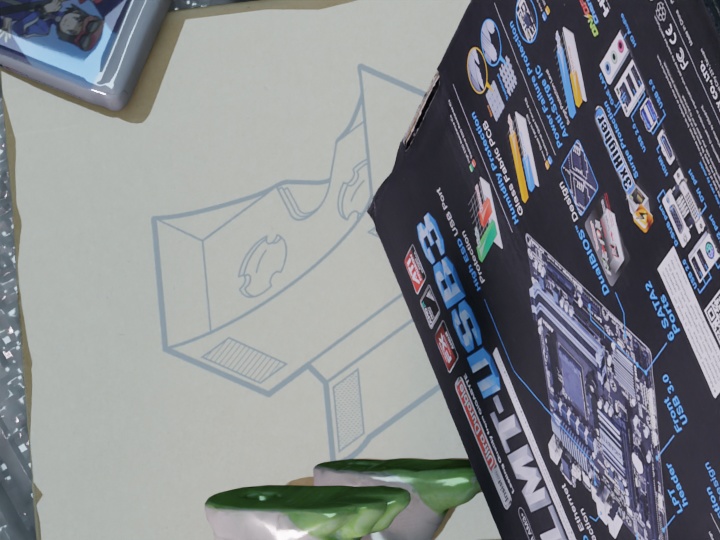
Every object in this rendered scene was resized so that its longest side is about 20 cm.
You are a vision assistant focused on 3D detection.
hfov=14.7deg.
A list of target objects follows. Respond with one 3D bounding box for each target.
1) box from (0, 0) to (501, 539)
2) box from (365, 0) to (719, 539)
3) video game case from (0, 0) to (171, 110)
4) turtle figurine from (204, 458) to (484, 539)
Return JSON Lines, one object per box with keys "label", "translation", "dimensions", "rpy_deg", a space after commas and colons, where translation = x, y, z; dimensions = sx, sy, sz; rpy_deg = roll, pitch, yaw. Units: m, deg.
{"label": "box", "translation": [0.000, 0.000, 0.795], "dimensions": [0.199, 0.021, 0.165], "rpy_deg": [-6, 85, 5]}
{"label": "box", "translation": [0.077, 0.015, 0.650], "dimensions": [0.049, 0.199, 0.201], "rpy_deg": [-12, 64, -20]}
{"label": "video game case", "translation": [-0.113, -0.169, 0.805], "dimensions": [0.181, 0.023, 0.201], "rpy_deg": [22, 81, 6]}
{"label": "turtle figurine", "translation": [0.025, 0.151, 0.719], "dimensions": [0.143, 0.200, 0.195], "rpy_deg": [-4, 94, -32]}
